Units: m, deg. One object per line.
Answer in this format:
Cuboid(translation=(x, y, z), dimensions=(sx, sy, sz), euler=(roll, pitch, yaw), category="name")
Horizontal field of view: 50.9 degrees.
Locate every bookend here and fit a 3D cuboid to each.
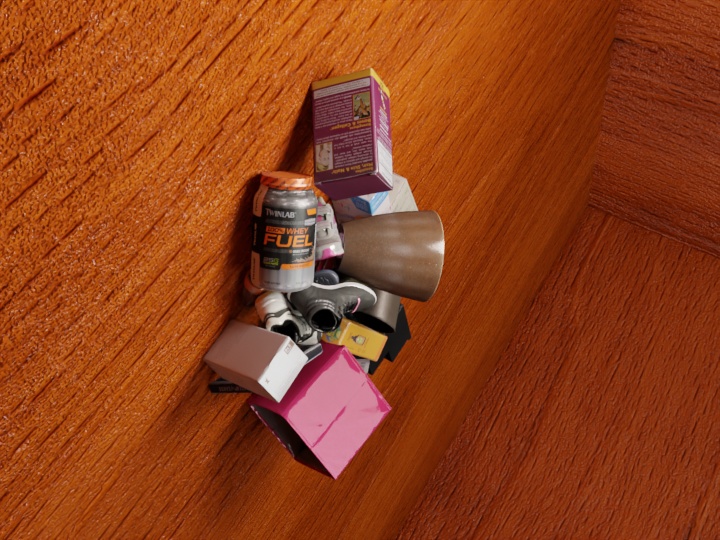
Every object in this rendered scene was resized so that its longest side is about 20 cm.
Cuboid(translation=(0.042, 0.196, 2.054), dimensions=(0.201, 0.091, 0.201), euler=(-55, 155, -19), category="bookend")

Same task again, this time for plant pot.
Cuboid(translation=(0.048, -0.040, 1.554), dimensions=(0.194, 0.188, 0.191), euler=(6, 115, -17), category="plant pot")

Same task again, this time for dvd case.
Cuboid(translation=(-0.189, 0.198, 1.534), dimensions=(0.199, 0.147, 0.025), euler=(-28, 105, -53), category="dvd case")

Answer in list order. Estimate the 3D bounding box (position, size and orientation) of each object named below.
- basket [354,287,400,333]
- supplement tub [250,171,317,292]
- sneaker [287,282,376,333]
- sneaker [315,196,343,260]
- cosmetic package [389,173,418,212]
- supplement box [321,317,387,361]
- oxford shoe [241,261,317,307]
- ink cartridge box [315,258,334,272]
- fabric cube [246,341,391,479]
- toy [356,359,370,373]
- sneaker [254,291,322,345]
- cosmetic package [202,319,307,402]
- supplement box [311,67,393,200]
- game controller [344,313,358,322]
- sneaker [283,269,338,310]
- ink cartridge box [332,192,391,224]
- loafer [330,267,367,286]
Cuboid(translation=(0.036, 0.025, 1.821), dimensions=(0.136, 0.176, 0.204), euler=(60, 50, -64), category="basket")
Cuboid(translation=(-0.139, -0.073, 1.385), dimensions=(0.122, 0.120, 0.206), euler=(-19, 116, -57), category="supplement tub")
Cuboid(translation=(-0.041, 0.077, 1.467), dimensions=(0.196, 0.100, 0.072), euler=(5, 126, -34), category="sneaker")
Cuboid(translation=(-0.085, -0.084, 1.496), dimensions=(0.079, 0.201, 0.090), euler=(-14, 117, -8), category="sneaker")
Cuboid(translation=(0.073, -0.144, 1.815), dimensions=(0.105, 0.086, 0.201), euler=(-57, 155, -14), category="cosmetic package")
Cuboid(translation=(-0.015, 0.153, 1.731), dimensions=(0.068, 0.068, 0.199), euler=(-63, 151, -1), category="supplement box")
Cuboid(translation=(-0.166, 0.013, 1.517), dimensions=(0.198, 0.071, 0.074), euler=(-25, 152, -46), category="oxford shoe")
Cuboid(translation=(-0.068, -0.014, 1.669), dimensions=(0.119, 0.066, 0.199), euler=(-66, 156, 1), category="ink cartridge box")
Cuboid(translation=(-0.091, 0.292, 1.646), dimensions=(0.200, 0.194, 0.202), euler=(-46, 113, -22), category="fabric cube")
Cuboid(translation=(-0.082, 0.247, 1.810), dimensions=(0.048, 0.194, 0.118), euler=(-104, -158, -58), category="toy")
Cuboid(translation=(-0.136, 0.119, 1.481), dimensions=(0.075, 0.089, 0.199), euler=(-35, 143, 14), category="sneaker")
Cuboid(translation=(-0.198, 0.164, 1.408), dimensions=(0.103, 0.197, 0.074), euler=(-54, 128, -20), category="cosmetic package")
Cuboid(translation=(-0.014, -0.249, 1.401), dimensions=(0.103, 0.127, 0.206), euler=(29, 57, -65), category="supplement box")
Cuboid(translation=(-0.070, 0.104, 1.746), dimensions=(0.102, 0.043, 0.201), euler=(-20, 153, 7), category="game controller")
Cuboid(translation=(-0.117, 0.050, 1.558), dimensions=(0.199, 0.066, 0.079), euler=(-39, -168, 28), category="sneaker")
Cuboid(translation=(0.006, -0.126, 1.661), dimensions=(0.068, 0.113, 0.202), euler=(-51, 151, -24), category="ink cartridge box")
Cuboid(translation=(0.000, 0.000, 1.661), dimensions=(0.198, 0.075, 0.069), euler=(-29, 138, -40), category="loafer")
